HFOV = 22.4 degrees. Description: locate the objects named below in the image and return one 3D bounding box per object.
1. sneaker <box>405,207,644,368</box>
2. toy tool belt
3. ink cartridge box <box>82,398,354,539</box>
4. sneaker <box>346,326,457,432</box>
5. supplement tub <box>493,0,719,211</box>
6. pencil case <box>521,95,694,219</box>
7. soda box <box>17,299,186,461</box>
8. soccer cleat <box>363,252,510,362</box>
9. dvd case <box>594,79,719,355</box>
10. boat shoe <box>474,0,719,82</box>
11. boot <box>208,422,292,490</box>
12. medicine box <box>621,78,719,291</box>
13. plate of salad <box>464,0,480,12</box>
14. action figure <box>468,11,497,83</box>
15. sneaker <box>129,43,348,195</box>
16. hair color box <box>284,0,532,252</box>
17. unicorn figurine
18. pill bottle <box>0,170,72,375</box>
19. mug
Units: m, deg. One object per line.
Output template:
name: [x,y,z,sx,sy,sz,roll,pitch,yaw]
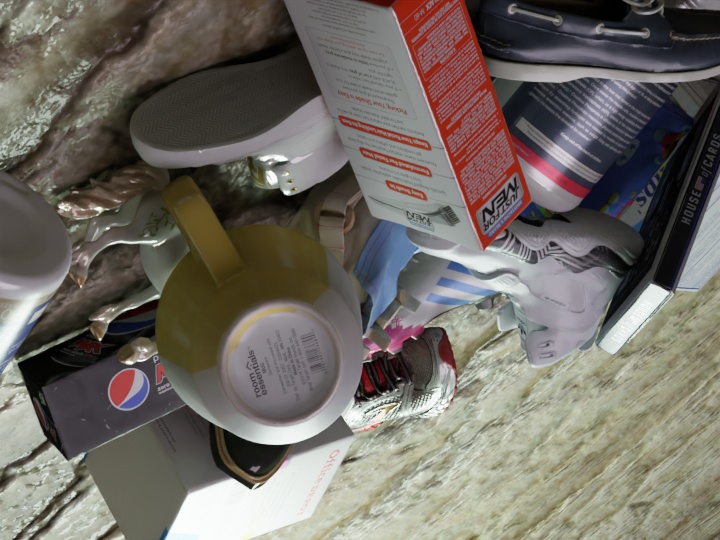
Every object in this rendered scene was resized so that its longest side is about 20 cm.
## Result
sneaker: [0.116,0.010,1.383,0.198,0.075,0.116,5,115,-27]
toy tool belt: [0.000,0.000,1.374,0.201,0.122,0.125,-57,170,-39]
ink cartridge box: [-0.112,0.150,1.563,0.199,0.126,0.129,-14,148,-37]
sneaker: [0.014,0.107,1.653,0.082,0.079,0.200,-1,160,-40]
supplement tub: [0.163,-0.158,1.351,0.200,0.140,0.140,-50,151,13]
pencil case: [0.178,-0.072,1.455,0.201,0.087,0.078,-53,177,14]
soda box: [-0.159,0.068,1.414,0.199,0.063,0.071,-25,115,-21]
soccer cleat: [0.049,0.010,1.599,0.199,0.070,0.087,-24,107,-16]
dvd case: [0.245,-0.045,1.420,0.150,0.025,0.201,113,2,-67]
boat shoe: [0.171,-0.167,1.228,0.198,0.075,0.062,-2,116,-11]
boot: [-0.045,0.070,1.467,0.138,0.077,0.201,-42,-160,39]
medicine box: [0.305,-0.080,1.709,0.199,0.103,0.182,5,133,-53]
plate of salad: [0.113,-0.258,1.186,0.199,0.048,0.201,-16,128,-22]
action figure: [0.105,-0.199,1.290,0.055,0.118,0.201,35,93,-34]
sneaker: [-0.074,-0.088,1.273,0.199,0.074,0.116,-22,148,-29]
hair color box: [0.032,-0.117,1.209,0.064,0.110,0.201,-43,131,-26]
unicorn figurine: [-0.143,-0.003,1.324,0.137,0.074,0.201,-39,150,-19]
pill bottle: [-0.279,0.036,1.186,0.111,0.111,0.200,-3,139,-48]
mug: [-0.077,0.042,1.230,0.150,0.185,0.153,-62,-169,2]
